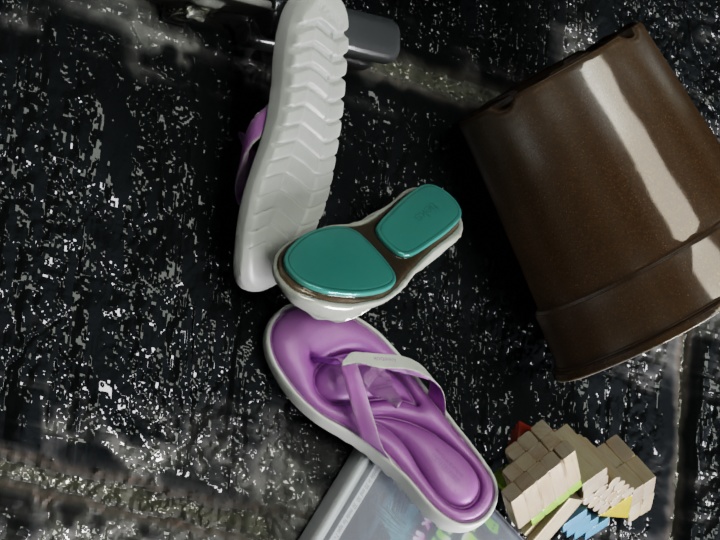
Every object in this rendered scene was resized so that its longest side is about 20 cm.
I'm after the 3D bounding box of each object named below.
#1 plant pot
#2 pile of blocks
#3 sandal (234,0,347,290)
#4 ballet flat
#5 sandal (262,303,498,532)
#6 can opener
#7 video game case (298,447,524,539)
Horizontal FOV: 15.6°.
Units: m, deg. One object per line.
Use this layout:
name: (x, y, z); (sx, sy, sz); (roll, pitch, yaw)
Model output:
plant pot: (0.181, -0.056, 1.859); (0.200, 0.200, 0.199); (-31, 95, -39)
pile of blocks: (0.140, 0.147, 1.865); (0.062, 0.082, 0.200); (48, 13, 29)
sandal: (-0.053, -0.088, 1.736); (0.082, 0.050, 0.204); (9, 96, -56)
ballet flat: (0.000, 0.000, 1.756); (0.200, 0.069, 0.070); (-29, 101, -52)
sandal: (0.023, 0.090, 1.759); (0.202, 0.050, 0.083); (42, 58, -11)
can opener: (-0.059, -0.184, 1.762); (0.199, 0.053, 0.067); (8, 77, -40)
video game case: (0.030, 0.223, 1.782); (0.182, 0.023, 0.200); (48, 55, -23)
